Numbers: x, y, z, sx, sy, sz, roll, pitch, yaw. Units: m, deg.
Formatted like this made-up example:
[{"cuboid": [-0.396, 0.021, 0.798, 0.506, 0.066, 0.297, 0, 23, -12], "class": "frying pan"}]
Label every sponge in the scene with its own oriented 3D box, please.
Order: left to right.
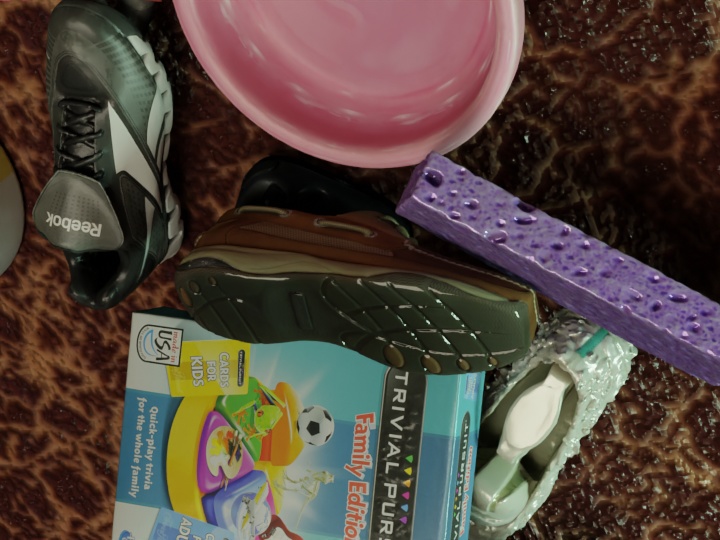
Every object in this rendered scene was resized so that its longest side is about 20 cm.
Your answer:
[{"cuboid": [0.113, 0.001, 1.575, 0.199, 0.030, 0.112, 28, 174, -1], "class": "sponge"}]

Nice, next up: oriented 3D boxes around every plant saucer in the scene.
[{"cuboid": [-0.003, -0.152, 1.584, 0.200, 0.051, 0.201, 14, 126, 19], "class": "plant saucer"}]

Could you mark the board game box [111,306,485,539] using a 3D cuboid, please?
[{"cuboid": [-0.036, 0.108, 1.684, 0.199, 0.047, 0.152, 7, 95, 20], "class": "board game box"}]

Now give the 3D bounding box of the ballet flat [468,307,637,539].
[{"cuboid": [0.085, 0.094, 1.690, 0.072, 0.072, 0.200, 33, 131, 5], "class": "ballet flat"}]

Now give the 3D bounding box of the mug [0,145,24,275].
[{"cuboid": [-0.307, -0.031, 1.758, 0.149, 0.153, 0.187, -18, 111, 36], "class": "mug"}]

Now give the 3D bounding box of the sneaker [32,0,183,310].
[{"cuboid": [-0.145, -0.057, 1.674, 0.066, 0.091, 0.201, 12, 136, 20], "class": "sneaker"}]

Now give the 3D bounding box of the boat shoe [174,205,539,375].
[{"cuboid": [0.000, 0.000, 1.627, 0.199, 0.074, 0.076, 10, 140, 16], "class": "boat shoe"}]

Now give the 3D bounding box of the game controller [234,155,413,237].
[{"cuboid": [-0.037, 0.025, 1.733, 0.104, 0.042, 0.201, 18, 129, -1], "class": "game controller"}]

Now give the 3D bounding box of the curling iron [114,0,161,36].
[{"cuboid": [-0.114, -0.163, 1.644, 0.025, 0.050, 0.201, 27, 134, 10], "class": "curling iron"}]
